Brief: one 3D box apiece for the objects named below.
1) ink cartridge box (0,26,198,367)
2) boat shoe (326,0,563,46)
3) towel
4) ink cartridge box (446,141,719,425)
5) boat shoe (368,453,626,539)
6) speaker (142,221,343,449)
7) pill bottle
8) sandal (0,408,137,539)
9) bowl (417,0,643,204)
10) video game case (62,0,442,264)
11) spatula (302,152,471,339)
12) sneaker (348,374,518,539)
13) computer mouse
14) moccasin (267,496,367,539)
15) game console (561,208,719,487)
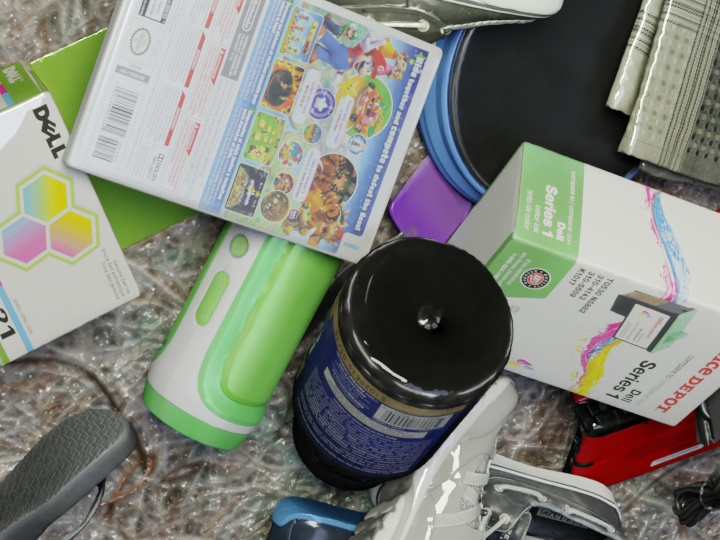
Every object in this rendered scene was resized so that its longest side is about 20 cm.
[{"bbox_3d":[-0.170,-0.057,0.943,0.199,0.076,0.149,-27,119,-11],"label":"ink cartridge box"},{"bbox_3d":[0.029,-0.174,0.974,0.198,0.071,0.064,7,119,-3],"label":"boat shoe"},{"bbox_3d":[0.261,-0.155,1.085,0.192,0.034,0.202,13,94,-41],"label":"towel"},{"bbox_3d":[0.166,0.014,1.047,0.198,0.085,0.145,19,143,-13],"label":"ink cartridge box"},{"bbox_3d":[0.104,0.185,1.146,0.198,0.068,0.072,14,117,-14],"label":"boat shoe"},{"bbox_3d":[-0.066,0.013,1.010,0.088,0.088,0.201,24,99,-29],"label":"speaker"},{"bbox_3d":[0.017,0.071,1.006,0.111,0.113,0.200,-7,155,-20],"label":"pill bottle"},{"bbox_3d":[-0.219,0.165,1.019,0.200,0.076,0.043,-42,119,10],"label":"sandal"},{"bbox_3d":[0.132,-0.132,1.059,0.199,0.039,0.203,-8,111,-22],"label":"bowl"},{"bbox_3d":[-0.061,-0.099,0.921,0.199,0.018,0.144,18,95,-24],"label":"video game case"},{"bbox_3d":[0.000,0.000,1.070,0.200,0.021,0.057,-42,119,-2],"label":"spatula"},{"bbox_3d":[0.059,0.165,1.095,0.082,0.075,0.201,38,74,-12],"label":"sneaker"},{"bbox_3d":[0.262,0.076,1.076,0.046,0.140,0.201,23,75,-3],"label":"computer mouse"},{"bbox_3d":[0.019,0.224,1.145,0.198,0.080,0.069,20,93,-15],"label":"moccasin"},{"bbox_3d":[0.234,0.064,1.200,0.198,0.119,0.173,-16,147,-16],"label":"game console"}]
